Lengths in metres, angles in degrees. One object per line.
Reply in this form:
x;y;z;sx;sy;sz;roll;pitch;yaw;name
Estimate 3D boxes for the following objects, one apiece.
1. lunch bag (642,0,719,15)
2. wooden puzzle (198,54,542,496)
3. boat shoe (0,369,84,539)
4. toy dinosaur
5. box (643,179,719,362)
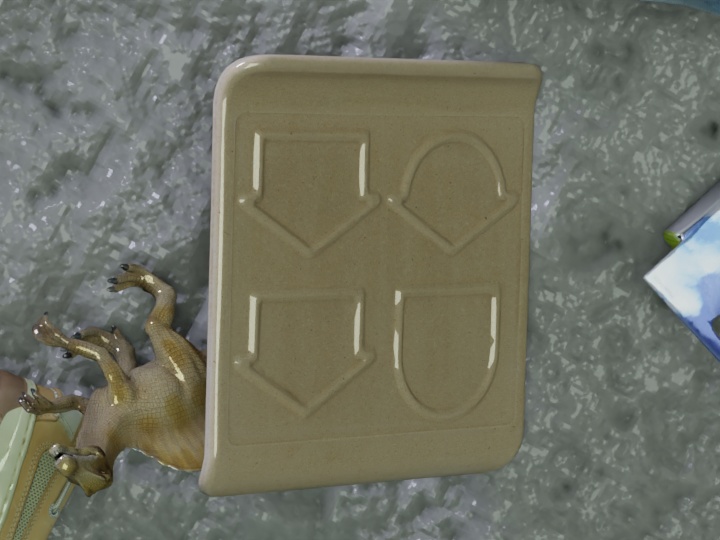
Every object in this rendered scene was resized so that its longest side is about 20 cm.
0.105;-0.213;1.246;0.199;0.127;0.170;10;92;5;lunch bag
0.000;0.000;1.263;0.185;0.046;0.201;-2;100;-38;wooden puzzle
-0.176;0.151;1.285;0.076;0.072;0.200;21;98;-23;boat shoe
-0.091;0.051;1.277;0.101;0.200;0.058;45;135;18;toy dinosaur
0.243;-0.024;1.309;0.200;0.048;0.122;-43;96;0;box
